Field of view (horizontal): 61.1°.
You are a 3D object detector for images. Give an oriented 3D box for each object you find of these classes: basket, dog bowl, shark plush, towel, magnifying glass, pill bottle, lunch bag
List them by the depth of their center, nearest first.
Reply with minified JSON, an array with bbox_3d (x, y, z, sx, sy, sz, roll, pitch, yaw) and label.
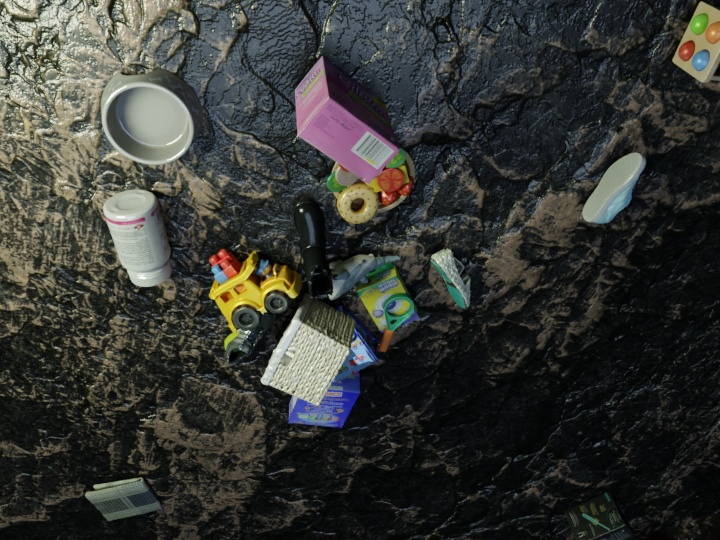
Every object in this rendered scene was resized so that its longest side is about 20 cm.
[{"bbox_3d":[-0.421,-0.303,1.224,0.199,0.059,0.201,-5,130,-5],"label":"dog bowl"},{"bbox_3d":[-0.491,-0.069,1.363,0.113,0.114,0.200,-5,128,-5],"label":"pill bottle"},{"bbox_3d":[0.000,0.000,1.532,0.200,0.091,0.084,-29,116,-16],"label":"shark plush"},{"bbox_3d":[-0.126,0.197,1.537,0.160,0.200,0.199,27,107,-6],"label":"basket"},{"bbox_3d":[0.086,0.140,1.623,0.079,0.022,0.200,7,128,-15],"label":"magnifying glass"},{"bbox_3d":[-0.065,0.187,1.665,0.150,0.094,0.200,-31,114,17],"label":"lunch bag"},{"bbox_3d":[-0.789,0.762,2.039,0.199,0.035,0.193,-13,132,-2],"label":"towel"}]

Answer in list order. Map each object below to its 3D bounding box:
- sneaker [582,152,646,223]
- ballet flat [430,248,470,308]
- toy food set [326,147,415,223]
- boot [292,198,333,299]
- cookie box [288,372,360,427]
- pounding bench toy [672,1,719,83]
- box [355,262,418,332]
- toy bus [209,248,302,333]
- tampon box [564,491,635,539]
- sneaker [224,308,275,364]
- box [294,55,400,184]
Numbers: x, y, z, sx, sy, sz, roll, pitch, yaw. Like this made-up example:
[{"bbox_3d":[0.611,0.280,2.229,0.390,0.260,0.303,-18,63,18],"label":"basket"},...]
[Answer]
[{"bbox_3d":[0.625,-0.195,1.471,0.082,0.074,0.200,8,135,-26],"label":"sneaker"},{"bbox_3d":[0.251,0.019,1.583,0.072,0.072,0.200,-27,128,12],"label":"ballet flat"},{"bbox_3d":[0.026,-0.205,1.374,0.199,0.049,0.198,-17,130,6],"label":"toy food set"},{"bbox_3d":[-0.107,-0.044,1.411,0.073,0.163,0.199,-9,129,-3],"label":"boot"},{"bbox_3d":[-0.108,0.373,1.785,0.171,0.075,0.200,9,135,-15],"label":"cookie box"},{"bbox_3d":[0.751,-0.487,1.216,0.155,0.124,0.200,3,128,-11],"label":"pounding bench toy"},{"bbox_3d":[0.067,0.068,1.604,0.117,0.048,0.200,-23,126,10],"label":"box"},{"bbox_3d":[-0.268,0.023,1.476,0.200,0.136,0.192,-29,111,11],"label":"toy bus"},{"bbox_3d":[0.946,1.004,2.419,0.200,0.150,0.126,-32,126,16],"label":"tampon box"},{"bbox_3d":[-0.290,0.177,1.611,0.074,0.081,0.200,28,119,-27],"label":"sneaker"},{"bbox_3d":[-0.030,-0.297,1.197,0.176,0.200,0.097,31,119,-28],"label":"box"}]
